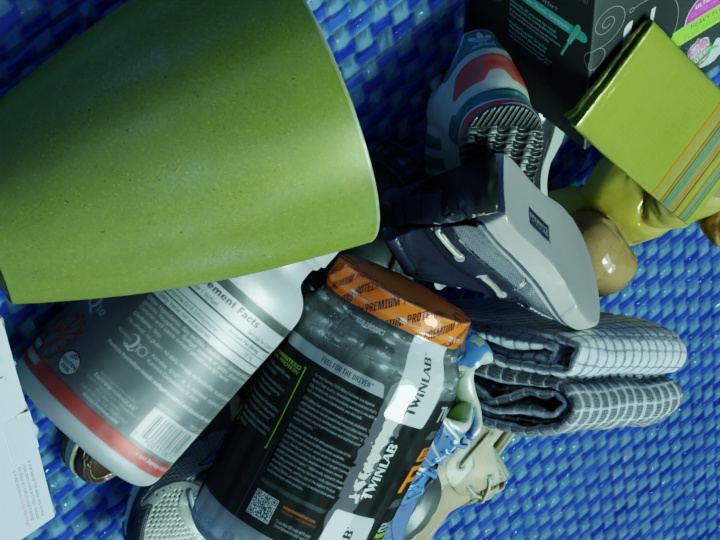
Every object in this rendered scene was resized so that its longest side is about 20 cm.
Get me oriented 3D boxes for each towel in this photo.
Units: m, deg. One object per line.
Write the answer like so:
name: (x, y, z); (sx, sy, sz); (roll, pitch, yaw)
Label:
towel: (0.117, 0.073, 1.598); (0.165, 0.200, 0.086); (-2, 97, -52)
towel: (0.204, -0.098, 1.453); (0.086, 0.018, 0.200); (-54, 145, 3)

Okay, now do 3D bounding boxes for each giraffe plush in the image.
giraffe plush: (0.191, -0.048, 1.639); (0.162, 0.173, 0.200); (-37, -176, 1)

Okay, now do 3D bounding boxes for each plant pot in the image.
plant pot: (-0.119, -0.064, 1.200); (0.200, 0.187, 0.187); (-23, 144, -11)

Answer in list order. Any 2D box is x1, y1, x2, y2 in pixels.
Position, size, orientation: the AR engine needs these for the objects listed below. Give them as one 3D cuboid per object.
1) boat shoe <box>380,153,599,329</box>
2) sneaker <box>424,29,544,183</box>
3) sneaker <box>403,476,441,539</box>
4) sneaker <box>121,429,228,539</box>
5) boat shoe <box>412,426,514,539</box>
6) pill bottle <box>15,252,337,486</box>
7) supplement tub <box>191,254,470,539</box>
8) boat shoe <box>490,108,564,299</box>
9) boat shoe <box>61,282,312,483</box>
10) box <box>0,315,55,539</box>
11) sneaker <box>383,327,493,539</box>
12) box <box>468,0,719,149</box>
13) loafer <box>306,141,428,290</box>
boat shoe: (0.087, -0.012, 1.456); (0.093, 0.075, 0.200); (-13, 147, 23)
sneaker: (0.078, -0.083, 1.484); (0.070, 0.094, 0.200); (-6, 149, -10)
sneaker: (-0.027, 0.208, 1.628); (0.200, 0.075, 0.079); (-51, 135, -9)
sneaker: (-0.080, 0.136, 1.516); (0.200, 0.085, 0.077); (-40, 109, -25)
boat shoe: (0.087, 0.153, 1.737); (0.200, 0.065, 0.072); (-58, 166, -13)
pill bottle: (-0.108, 0.025, 1.345); (0.200, 0.116, 0.116); (-48, 149, 0)
supplement tub: (-0.016, 0.099, 1.400); (0.122, 0.122, 0.200); (13, 106, -56)
boat shoe: (0.102, -0.058, 1.558); (0.060, 0.074, 0.200); (-24, 139, -35)
boat shoe: (-0.105, 0.078, 1.447); (0.202, 0.075, 0.075); (-41, 149, -12)
box: (-0.280, 0.107, 1.239); (0.176, 0.097, 0.200); (-35, 147, -22)
sneaker: (0.036, 0.117, 1.516); (0.076, 0.077, 0.200); (-26, 135, -50)
box: (0.162, -0.211, 1.411); (0.148, 0.124, 0.200); (-32, 145, -24)
loafer: (0.000, 0.000, 1.497); (0.070, 0.068, 0.201); (-32, 150, -41)
